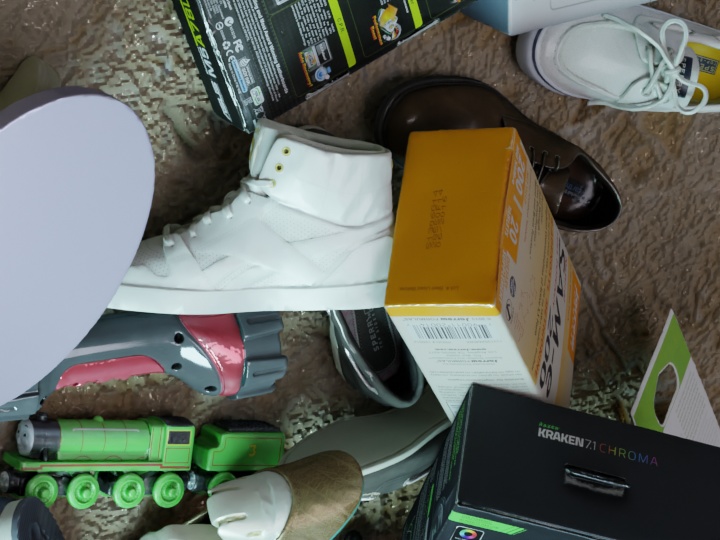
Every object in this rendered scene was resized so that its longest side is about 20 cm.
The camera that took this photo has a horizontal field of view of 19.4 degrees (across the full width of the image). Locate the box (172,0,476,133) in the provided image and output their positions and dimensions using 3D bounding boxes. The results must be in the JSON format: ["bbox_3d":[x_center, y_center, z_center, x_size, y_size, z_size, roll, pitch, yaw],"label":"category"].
[{"bbox_3d":[-0.030,-0.214,1.260,0.193,0.047,0.201,-34,123,-20],"label":"box"}]

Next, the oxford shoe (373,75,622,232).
[{"bbox_3d":[0.097,-0.075,1.378,0.199,0.084,0.073,16,102,-35],"label":"oxford shoe"}]

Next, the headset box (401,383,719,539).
[{"bbox_3d":[0.126,0.173,1.351,0.173,0.093,0.201,15,142,-6],"label":"headset box"}]

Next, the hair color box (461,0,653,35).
[{"bbox_3d":[0.161,-0.226,1.371,0.199,0.061,0.100,-16,118,-26],"label":"hair color box"}]

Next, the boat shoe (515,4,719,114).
[{"bbox_3d":[0.202,-0.135,1.419,0.201,0.086,0.075,8,105,-36],"label":"boat shoe"}]

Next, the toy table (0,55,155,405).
[{"bbox_3d":[-0.213,-0.025,1.173,0.200,0.117,0.184,-44,126,-11],"label":"toy table"}]

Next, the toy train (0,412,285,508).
[{"bbox_3d":[-0.135,0.119,1.335,0.199,0.042,0.057,4,98,-34],"label":"toy train"}]

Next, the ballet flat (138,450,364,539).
[{"bbox_3d":[-0.090,0.169,1.324,0.199,0.068,0.072,-32,143,24],"label":"ballet flat"}]

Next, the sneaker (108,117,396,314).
[{"bbox_3d":[-0.075,-0.035,1.270,0.198,0.074,0.117,-3,104,-6],"label":"sneaker"}]

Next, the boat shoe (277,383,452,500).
[{"bbox_3d":[0.029,0.123,1.415,0.199,0.067,0.057,-24,124,-37],"label":"boat shoe"}]

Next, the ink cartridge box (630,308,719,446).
[{"bbox_3d":[0.209,0.152,1.508,0.201,0.075,0.148,67,30,-21],"label":"ink cartridge box"}]

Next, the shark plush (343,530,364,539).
[{"bbox_3d":[0.000,0.262,1.488,0.083,0.091,0.200,-28,142,9],"label":"shark plush"}]

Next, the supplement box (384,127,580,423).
[{"bbox_3d":[0.082,0.015,1.334,0.200,0.073,0.127,59,35,-56],"label":"supplement box"}]

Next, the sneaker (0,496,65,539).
[{"bbox_3d":[-0.217,0.212,1.314,0.081,0.070,0.201,-3,131,10],"label":"sneaker"}]

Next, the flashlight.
[{"bbox_3d":[-0.146,0.057,1.288,0.199,0.068,0.068,-10,159,-27],"label":"flashlight"}]

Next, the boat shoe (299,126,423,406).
[{"bbox_3d":[0.000,0.000,1.351,0.067,0.057,0.201,-30,123,-20],"label":"boat shoe"}]
